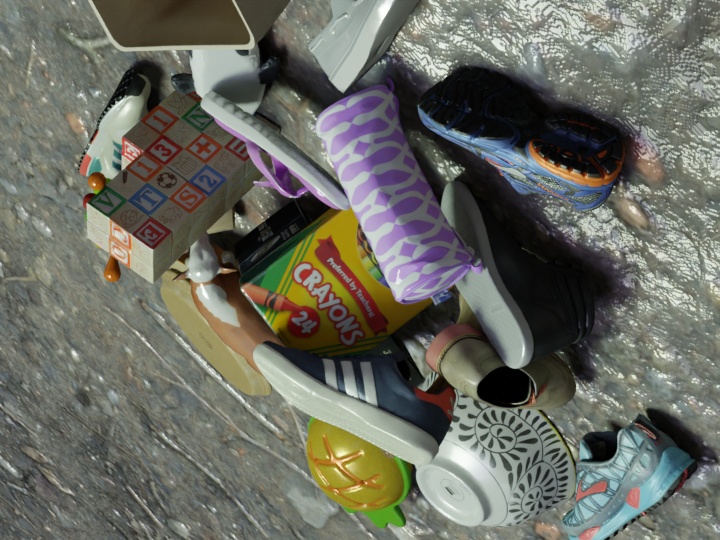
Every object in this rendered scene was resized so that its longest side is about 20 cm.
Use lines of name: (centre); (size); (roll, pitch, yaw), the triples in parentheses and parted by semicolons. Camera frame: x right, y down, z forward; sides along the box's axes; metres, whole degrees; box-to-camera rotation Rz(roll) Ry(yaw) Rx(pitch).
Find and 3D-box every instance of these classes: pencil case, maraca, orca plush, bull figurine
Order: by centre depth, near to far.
pencil case: (0.033, -0.067, 1.584); (0.201, 0.085, 0.084); (64, -175, 9)
orca plush: (-0.143, -0.223, 1.685); (0.105, 0.072, 0.200); (-20, 150, 19)
bull figurine: (-0.131, 0.034, 1.836); (0.200, 0.065, 0.122); (55, -174, -24)
maraca: (0.000, 0.226, 2.017); (0.137, 0.107, 0.201); (26, 145, 26)

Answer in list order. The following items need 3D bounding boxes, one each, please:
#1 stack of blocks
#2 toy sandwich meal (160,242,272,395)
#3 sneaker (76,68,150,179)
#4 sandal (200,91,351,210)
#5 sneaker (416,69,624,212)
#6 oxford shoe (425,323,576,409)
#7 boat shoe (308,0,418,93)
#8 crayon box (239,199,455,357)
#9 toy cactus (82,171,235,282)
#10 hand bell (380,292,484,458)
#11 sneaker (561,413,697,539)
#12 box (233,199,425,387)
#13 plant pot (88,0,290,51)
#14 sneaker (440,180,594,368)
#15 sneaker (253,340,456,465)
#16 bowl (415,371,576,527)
stack of blocks: (-0.187, -0.095, 1.767); (0.115, 0.200, 0.059); (33, 148, 16)
toy sandwich meal: (-0.153, 0.053, 2.004); (0.205, 0.070, 0.205); (45, 165, 16)
sneaker: (-0.241, -0.144, 1.920); (0.093, 0.071, 0.200); (29, 148, -8)
sandal: (-0.082, -0.100, 1.660); (0.202, 0.050, 0.082); (40, -172, 35)
sneaker: (0.131, -0.104, 1.508); (0.199, 0.075, 0.079); (30, 150, 26)
oxford shoe: (0.144, 0.108, 1.638); (0.199, 0.071, 0.075); (15, -157, -45)
boat shoe: (0.003, -0.228, 1.525); (0.068, 0.072, 0.200); (43, 158, 2)
crayon box: (0.000, 0.000, 1.673); (0.127, 0.200, 0.051); (51, -176, -13)
toy cactus: (-0.220, -0.051, 1.917); (0.164, 0.103, 0.200); (-1, 163, 1)
hand bell: (0.083, 0.108, 1.689); (0.104, 0.200, 0.104); (30, 147, 22)
sneaker: (0.251, 0.200, 1.740); (0.096, 0.079, 0.200); (51, 141, 8)
box: (-0.035, 0.042, 1.791); (0.200, 0.086, 0.164); (53, -178, -14)
plant pot: (-0.134, -0.315, 1.464); (0.199, 0.177, 0.200); (6, 132, 47)
sneaker: (0.145, -0.002, 1.618); (0.201, 0.099, 0.071); (65, 149, 31)
sneaker: (-0.002, 0.101, 1.632); (0.199, 0.085, 0.075); (27, 159, 15)
bowl: (0.121, 0.208, 1.867); (0.200, 0.094, 0.201); (30, 147, 22)
